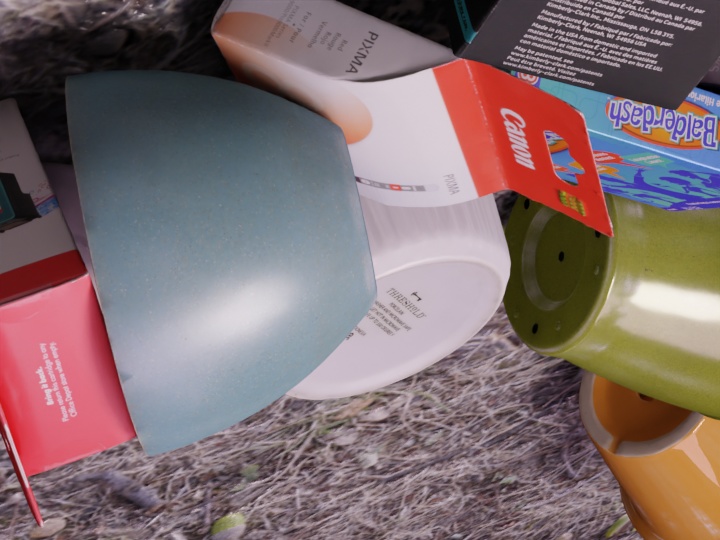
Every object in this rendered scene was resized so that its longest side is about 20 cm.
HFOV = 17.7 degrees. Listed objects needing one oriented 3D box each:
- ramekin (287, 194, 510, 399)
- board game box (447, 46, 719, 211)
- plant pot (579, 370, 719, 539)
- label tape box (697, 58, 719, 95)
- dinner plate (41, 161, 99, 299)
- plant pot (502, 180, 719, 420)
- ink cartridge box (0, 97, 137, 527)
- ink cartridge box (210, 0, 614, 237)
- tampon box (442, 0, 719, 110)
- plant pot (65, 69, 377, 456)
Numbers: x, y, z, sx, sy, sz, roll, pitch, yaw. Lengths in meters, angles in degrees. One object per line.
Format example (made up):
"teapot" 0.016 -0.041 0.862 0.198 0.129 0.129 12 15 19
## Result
"ramekin" 0.000 0.000 1.431 0.202 0.094 0.202 -19 154 -10
"board game box" 0.136 -0.080 1.296 0.200 0.045 0.152 16 173 -22
"plant pot" 0.270 0.124 1.815 0.200 0.200 0.183 -33 137 17
"label tape box" 0.229 -0.112 1.325 0.200 0.063 0.144 11 171 30
"dinner plate" -0.206 0.022 1.318 0.200 0.024 0.200 -18 139 -16
"plant pot" 0.204 0.000 1.528 0.193 0.201 0.200 9 141 -30
"ink cartridge box" -0.169 0.019 1.168 0.067 0.200 0.116 -20 133 -9
"ink cartridge box" 0.030 -0.071 1.223 0.050 0.200 0.162 -57 158 -14
"tampon box" 0.132 -0.201 1.069 0.126 0.150 0.200 11 140 -24
"plant pot" -0.066 -0.016 1.197 0.134 0.200 0.200 -12 153 -2
